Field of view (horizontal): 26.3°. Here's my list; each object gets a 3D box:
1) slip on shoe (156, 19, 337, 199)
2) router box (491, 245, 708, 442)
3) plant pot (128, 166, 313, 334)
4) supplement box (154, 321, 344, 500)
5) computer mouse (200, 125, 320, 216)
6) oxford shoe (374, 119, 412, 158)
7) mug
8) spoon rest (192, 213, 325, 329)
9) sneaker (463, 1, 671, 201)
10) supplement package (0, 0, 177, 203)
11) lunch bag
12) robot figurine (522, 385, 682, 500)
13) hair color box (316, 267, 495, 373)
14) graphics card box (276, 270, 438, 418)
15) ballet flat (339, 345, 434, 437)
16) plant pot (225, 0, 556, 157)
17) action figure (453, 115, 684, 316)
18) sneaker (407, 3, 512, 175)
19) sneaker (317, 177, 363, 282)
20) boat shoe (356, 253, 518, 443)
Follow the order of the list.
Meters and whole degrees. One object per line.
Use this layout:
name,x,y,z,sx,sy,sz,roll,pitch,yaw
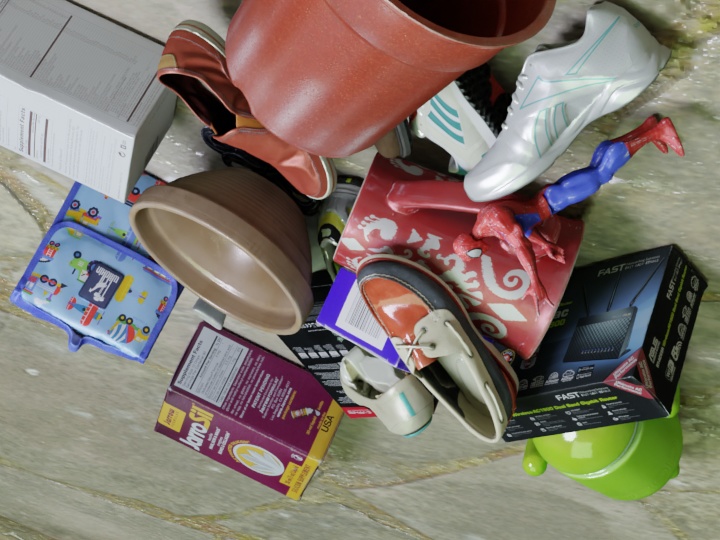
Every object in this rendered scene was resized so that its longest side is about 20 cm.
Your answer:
slip on shoe,-0.100,-0.128,1.338,0.200,0.061,0.074,44,150,-22
router box,0.209,0.070,1.422,0.199,0.151,0.062,-16,129,44
plant pot,-0.118,-0.034,1.485,0.200,0.093,0.201,28,158,12
supplement box,-0.129,0.168,1.821,0.199,0.104,0.131,26,148,0
computer mouse,-0.066,-0.138,1.411,0.138,0.053,0.200,36,154,-1
oxford shoe,-0.026,-0.165,1.294,0.201,0.084,0.073,53,-179,-25
mug,0.092,-0.036,1.376,0.198,0.134,0.178,23,128,1
spoon rest,-0.102,-0.012,1.612,0.099,0.061,0.200,37,132,-19
sneaker,0.149,-0.134,1.226,0.080,0.071,0.200,45,114,-8
supplement package,-0.282,-0.173,1.441,0.198,0.114,0.110,25,146,1
lunch bag,-0.257,0.001,1.584,0.149,0.201,0.094,27,147,-4
robot figurine,0.245,0.159,1.526,0.174,0.117,0.199,-27,146,27
hair color box,0.060,0.065,1.492,0.109,0.065,0.199,28,-176,37
graphics card box,-0.010,0.082,1.674,0.125,0.051,0.200,-7,136,40
ballet flat,0.017,0.105,1.533,0.069,0.070,0.200,41,175,-23
plant pot,0.008,-0.194,1.124,0.200,0.202,0.195,33,139,-13
action figure,0.174,-0.039,1.246,0.065,0.198,0.100,-138,23,-82
sneaker,0.068,-0.147,1.287,0.093,0.071,0.200,-8,138,32
sneaker,0.000,0.000,1.529,0.075,0.077,0.201,2,139,31
boat shoe,0.066,0.068,1.345,0.071,0.063,0.200,-26,117,38
